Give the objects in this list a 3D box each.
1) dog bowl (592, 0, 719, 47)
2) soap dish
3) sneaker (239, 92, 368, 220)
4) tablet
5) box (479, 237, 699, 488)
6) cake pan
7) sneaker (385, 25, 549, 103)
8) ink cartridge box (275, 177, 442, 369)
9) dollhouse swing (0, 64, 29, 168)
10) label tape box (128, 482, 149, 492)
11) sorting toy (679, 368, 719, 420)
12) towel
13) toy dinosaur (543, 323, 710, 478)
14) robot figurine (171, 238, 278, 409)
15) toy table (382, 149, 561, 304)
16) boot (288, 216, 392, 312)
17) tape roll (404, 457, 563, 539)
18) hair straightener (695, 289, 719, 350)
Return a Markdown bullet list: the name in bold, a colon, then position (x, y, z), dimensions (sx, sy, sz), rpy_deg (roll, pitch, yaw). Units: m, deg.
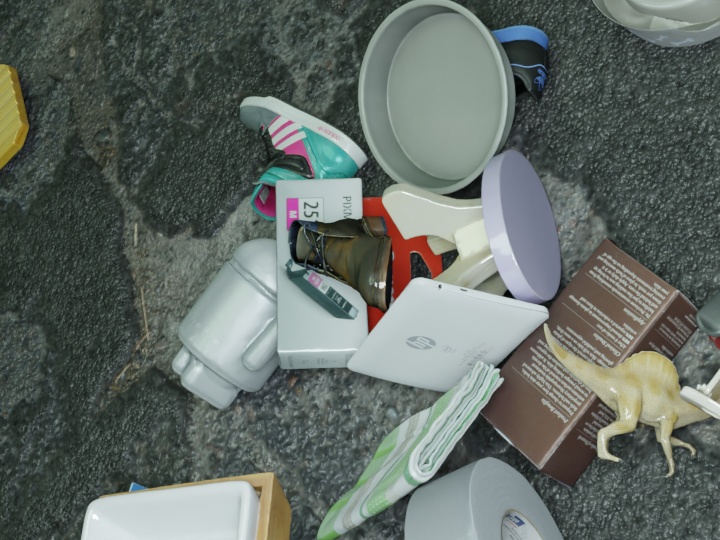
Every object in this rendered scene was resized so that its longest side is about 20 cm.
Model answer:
- **dog bowl**: position (0.325, -0.313, 1.357), dimensions (0.198, 0.059, 0.202), rpy_deg (-16, 60, 30)
- **soap dish**: position (-0.148, 0.260, 1.142), dimensions (0.198, 0.081, 0.159), rpy_deg (-13, 60, 32)
- **sneaker**: position (-0.094, -0.122, 1.566), dimensions (0.199, 0.084, 0.121), rpy_deg (28, 76, 41)
- **tablet**: position (0.075, 0.065, 1.248), dimensions (0.200, 0.129, 0.014), rpy_deg (125, 155, -58)
- **box**: position (0.206, 0.084, 1.238), dimensions (0.201, 0.075, 0.100), rpy_deg (-50, 48, 3)
- **cake pan**: position (0.081, -0.181, 1.421), dimensions (0.199, 0.037, 0.203), rpy_deg (9, 103, 41)
- **sneaker**: position (0.107, -0.200, 1.457), dimensions (0.198, 0.070, 0.079), rpy_deg (-12, 56, 32)
- **ink cartridge box**: position (0.000, 0.000, 1.396), dimensions (0.171, 0.044, 0.202), rpy_deg (-2, 62, 0)
- **dollhouse swing**: position (-0.595, -0.206, 1.934), dimensions (0.176, 0.180, 0.201), rpy_deg (-50, 44, 32)
- **label tape box**: position (-0.190, 0.330, 1.364), dimensions (0.066, 0.143, 0.202), rpy_deg (1, 69, 37)
- **sorting toy**: position (0.383, 0.090, 1.089), dimensions (0.179, 0.107, 0.200), rpy_deg (34, 72, 26)
- **towel**: position (0.038, 0.167, 1.246), dimensions (0.149, 0.031, 0.200), rpy_deg (-47, 2, -39)
- **toy dinosaur**: position (0.230, 0.115, 1.173), dimensions (0.058, 0.198, 0.102), rpy_deg (159, 129, -80)
- **robot figurine**: position (-0.118, 0.049, 1.472), dimensions (0.201, 0.113, 0.169), rpy_deg (-53, 33, 2)
- **toy table**: position (0.114, -0.022, 1.305), dimensions (0.116, 0.185, 0.200), rpy_deg (-23, 13, 22)
- **boot**: position (-0.020, -0.006, 1.287), dimensions (0.200, 0.096, 0.076), rpy_deg (-103, 15, -76)
- **tape roll**: position (0.117, 0.259, 1.130), dimensions (0.066, 0.200, 0.202), rpy_deg (-27, 54, 21)
- **hair straightener**: position (0.362, -0.019, 1.168), dimensions (0.200, 0.077, 0.041), rpy_deg (-46, 47, 9)
